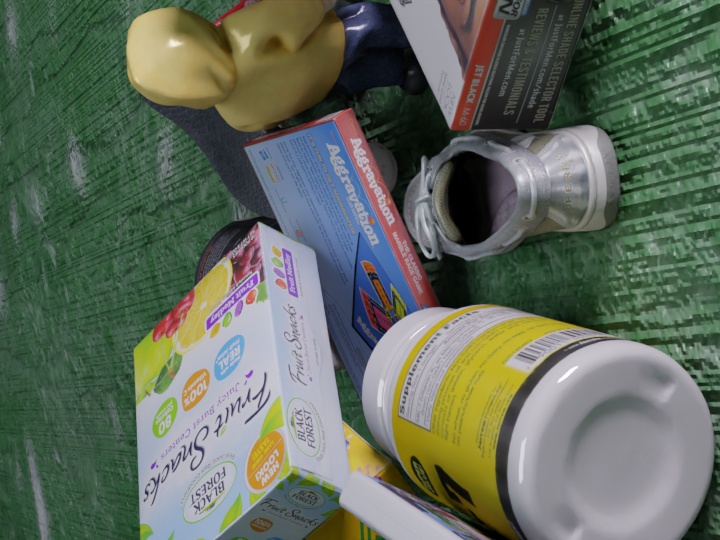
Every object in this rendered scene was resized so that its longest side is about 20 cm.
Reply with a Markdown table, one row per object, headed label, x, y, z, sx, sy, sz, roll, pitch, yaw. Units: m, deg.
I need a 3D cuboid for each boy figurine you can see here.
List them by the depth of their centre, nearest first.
| label | x | y | z | sx | sy | sz | roll | pitch | yaw |
| --- | --- | --- | --- | --- | --- | --- | --- | --- | --- |
| boy figurine | -0.051 | -0.130 | 0.945 | 0.125 | 0.198 | 0.065 | 112 | 142 | -54 |

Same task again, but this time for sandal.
| label | x | y | z | sx | sy | sz | roll | pitch | yaw |
| --- | --- | --- | --- | --- | --- | --- | --- | --- | --- |
| sandal | -0.092 | -0.112 | 1.067 | 0.200 | 0.043 | 0.077 | 46 | 140 | 34 |

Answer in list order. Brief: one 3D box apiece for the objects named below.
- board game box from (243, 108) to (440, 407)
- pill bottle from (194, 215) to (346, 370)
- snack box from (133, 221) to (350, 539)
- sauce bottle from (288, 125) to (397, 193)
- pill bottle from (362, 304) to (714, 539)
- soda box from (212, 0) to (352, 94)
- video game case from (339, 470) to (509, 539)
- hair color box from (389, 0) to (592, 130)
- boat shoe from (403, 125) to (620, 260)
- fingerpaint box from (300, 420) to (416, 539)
| label | x | y | z | sx | sy | sz | roll | pitch | yaw |
| --- | --- | --- | --- | --- | --- | --- | --- | --- | --- |
| board game box | 0.000 | 0.000 | 0.976 | 0.102 | 0.019 | 0.202 | -8 | 111 | 53 |
| pill bottle | -0.058 | 0.012 | 1.119 | 0.200 | 0.105 | 0.108 | -175 | 78 | -66 |
| snack box | -0.078 | 0.088 | 0.934 | 0.142 | 0.053 | 0.201 | -44 | 37 | 29 |
| sauce bottle | -0.035 | -0.073 | 1.092 | 0.200 | 0.065 | 0.067 | -171 | 75 | -67 |
| pill bottle | 0.083 | 0.080 | 0.805 | 0.200 | 0.113 | 0.116 | -165 | 69 | -65 |
| soda box | -0.072 | -0.155 | 1.126 | 0.200 | 0.069 | 0.064 | -13 | 58 | 66 |
| video game case | 0.103 | 0.162 | 0.722 | 0.023 | 0.181 | 0.200 | -63 | 26 | -2 |
| hair color box | 0.057 | -0.182 | 0.828 | 0.112 | 0.063 | 0.201 | 106 | 152 | -42 |
| boat shoe | 0.069 | -0.043 | 0.861 | 0.202 | 0.064 | 0.075 | -178 | 82 | -66 |
| fingerpaint box | -0.010 | 0.164 | 0.998 | 0.168 | 0.073 | 0.200 | 57 | 168 | -29 |
